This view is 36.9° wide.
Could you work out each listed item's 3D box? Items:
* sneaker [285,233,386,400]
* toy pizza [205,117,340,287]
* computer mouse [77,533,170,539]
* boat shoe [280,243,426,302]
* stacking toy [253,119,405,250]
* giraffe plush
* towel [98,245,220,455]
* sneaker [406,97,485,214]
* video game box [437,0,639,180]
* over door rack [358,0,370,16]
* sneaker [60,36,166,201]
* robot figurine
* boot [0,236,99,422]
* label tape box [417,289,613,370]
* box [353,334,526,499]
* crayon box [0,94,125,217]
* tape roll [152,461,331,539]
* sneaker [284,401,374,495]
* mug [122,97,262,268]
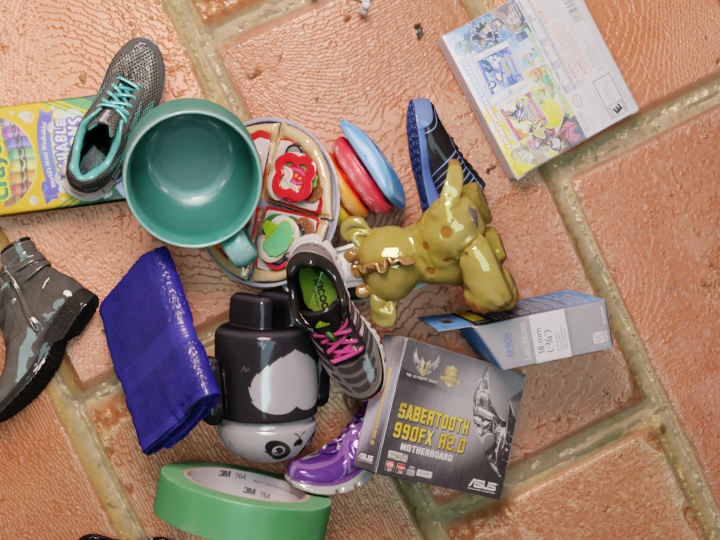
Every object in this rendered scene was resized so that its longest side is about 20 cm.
[{"bbox_3d":[-0.034,0.059,1.203,0.073,0.087,0.201,-21,96,14],"label":"sneaker"},{"bbox_3d":[-0.116,-0.081,1.270,0.199,0.032,0.201,0,90,25],"label":"toy pizza"},{"bbox_3d":[-0.301,0.417,1.299,0.140,0.046,0.201,11,90,-8],"label":"computer mouse"},{"bbox_3d":[0.000,0.000,1.319,0.199,0.060,0.076,-2,78,-4],"label":"boat shoe"},{"bbox_3d":[-0.052,-0.077,1.299,0.200,0.110,0.116,-35,79,6],"label":"stacking toy"},{"bbox_3d":[0.072,-0.014,1.225,0.162,0.200,0.173,-21,66,14],"label":"giraffe plush"},{"bbox_3d":[-0.227,0.091,1.234,0.148,0.049,0.201,-41,61,35],"label":"towel"},{"bbox_3d":[0.110,-0.117,1.328,0.078,0.070,0.201,-13,99,-9],"label":"sneaker"},{"bbox_3d":[0.221,-0.241,1.346,0.182,0.047,0.201,-29,94,-7],"label":"video game box"},{"bbox_3d":[-0.027,-0.429,1.304,0.147,0.067,0.201,19,89,-7],"label":"over door rack"},{"bbox_3d":[-0.275,-0.172,1.218,0.077,0.091,0.201,23,87,-10],"label":"sneaker"},{"bbox_3d":[-0.110,0.126,1.273,0.149,0.125,0.201,0,95,-1],"label":"robot figurine"},{"bbox_3d":[-0.412,0.070,1.281,0.130,0.068,0.200,35,90,8],"label":"boot"},{"bbox_3d":[0.182,0.075,1.299,0.199,0.144,0.064,-11,94,-6],"label":"label tape box"},{"bbox_3d":[0.099,0.177,1.288,0.199,0.048,0.159,20,81,-34],"label":"box"},{"bbox_3d":[-0.376,-0.133,1.278,0.199,0.052,0.126,-8,92,-6],"label":"crayon box"},{"bbox_3d":[-0.134,0.267,1.237,0.199,0.200,0.048,13,90,-6],"label":"tape roll"},{"bbox_3d":[-0.004,0.201,1.297,0.199,0.081,0.084,-23,114,-25],"label":"sneaker"},{"bbox_3d":[-0.190,-0.100,1.213,0.151,0.114,0.186,0,110,-12],"label":"mug"}]
